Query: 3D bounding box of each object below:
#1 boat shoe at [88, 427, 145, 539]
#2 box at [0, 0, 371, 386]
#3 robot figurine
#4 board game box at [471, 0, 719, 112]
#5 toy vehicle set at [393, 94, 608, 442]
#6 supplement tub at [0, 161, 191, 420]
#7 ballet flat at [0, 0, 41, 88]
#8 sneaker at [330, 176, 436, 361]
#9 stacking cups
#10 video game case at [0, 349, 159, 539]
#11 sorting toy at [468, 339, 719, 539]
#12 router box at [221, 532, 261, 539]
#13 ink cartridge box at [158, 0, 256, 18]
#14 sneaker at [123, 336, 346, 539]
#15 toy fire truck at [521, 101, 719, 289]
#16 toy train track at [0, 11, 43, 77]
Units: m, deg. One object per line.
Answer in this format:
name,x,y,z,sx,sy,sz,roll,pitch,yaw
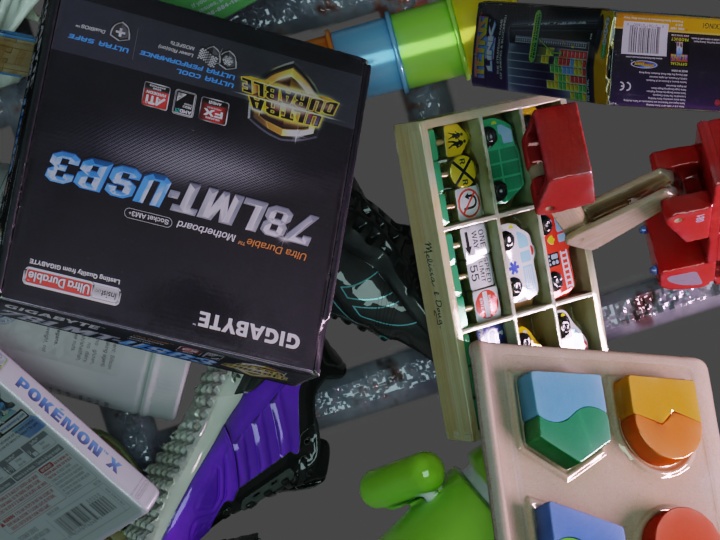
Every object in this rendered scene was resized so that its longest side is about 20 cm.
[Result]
boat shoe,-0.158,0.201,1.392,0.073,0.063,0.202,-11,97,0
box,-0.105,-0.051,1.266,0.199,0.050,0.199,15,72,-17
robot figurine,0.073,0.190,1.369,0.200,0.116,0.175,-44,103,1
board game box,0.190,-0.124,1.281,0.199,0.165,0.057,1,97,-24
toy vehicle set,0.092,-0.004,1.358,0.124,0.026,0.201,-16,99,-37
supplement tub,-0.194,0.007,1.335,0.199,0.132,0.133,15,96,-4
ballet flat,-0.218,-0.158,1.353,0.069,0.069,0.200,38,94,-5
sneaker,0.000,0.000,1.380,0.200,0.076,0.079,43,124,-13
stacking cups,0.006,-0.128,1.363,0.199,0.061,0.061,-18,97,3
video game case,-0.239,0.112,1.324,0.182,0.200,0.022,43,50,-12
sorting toy,0.159,0.134,1.325,0.199,0.036,0.186,7,65,-33
router box,-0.072,0.282,1.360,0.062,0.150,0.201,-12,96,0
ink cartridge box,-0.097,-0.262,1.284,0.146,0.084,0.200,-29,127,1
sneaker,-0.071,0.122,1.368,0.099,0.070,0.201,31,79,-16
toy fire truck,0.172,-0.041,1.313,0.140,0.200,0.049,-11,64,1
toy train track,-0.208,-0.136,1.317,0.199,0.033,0.115,7,121,-45
